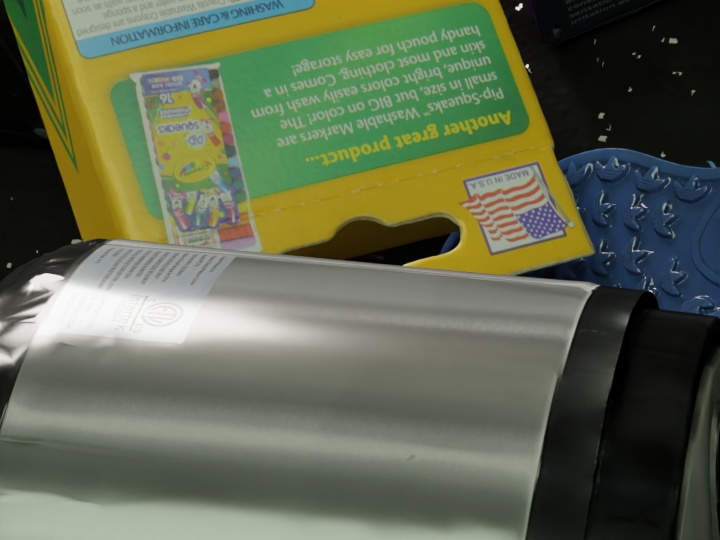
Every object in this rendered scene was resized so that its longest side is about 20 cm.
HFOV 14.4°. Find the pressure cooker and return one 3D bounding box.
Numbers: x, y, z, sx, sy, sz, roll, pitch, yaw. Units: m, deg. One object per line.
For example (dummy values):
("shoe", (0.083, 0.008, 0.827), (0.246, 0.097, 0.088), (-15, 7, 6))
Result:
("pressure cooker", (0.013, 0.085, 0.623), (0.199, 0.179, 0.177), (4, 65, 12))

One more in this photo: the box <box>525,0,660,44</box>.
("box", (0.061, -0.187, 0.827), (0.104, 0.200, 0.149), (-22, 60, 3))

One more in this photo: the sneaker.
("sneaker", (0.118, 0.000, 0.801), (0.199, 0.078, 0.071), (-13, 62, 33))

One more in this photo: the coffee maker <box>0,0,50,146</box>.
("coffee maker", (-0.108, -0.150, 0.913), (0.191, 0.135, 0.201), (20, 70, -5))

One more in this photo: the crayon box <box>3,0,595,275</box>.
("crayon box", (-0.030, -0.070, 0.799), (0.125, 0.052, 0.201), (-14, 70, -17))

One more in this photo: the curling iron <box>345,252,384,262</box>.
("curling iron", (0.000, 0.000, 0.850), (0.049, 0.026, 0.201), (7, 67, 26))
